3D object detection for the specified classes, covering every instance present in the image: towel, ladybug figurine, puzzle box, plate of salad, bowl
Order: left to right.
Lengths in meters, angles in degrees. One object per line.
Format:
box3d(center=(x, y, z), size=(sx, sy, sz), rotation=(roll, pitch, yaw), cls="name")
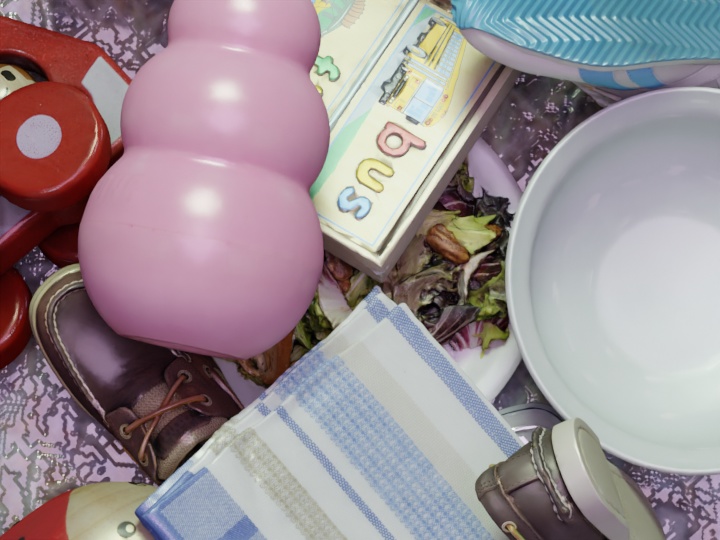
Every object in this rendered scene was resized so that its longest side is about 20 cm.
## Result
box3d(center=(-0.163, 0.176, 1.331), size=(0.200, 0.136, 0.072), rotation=(-41, 110, 16), cls="ladybug figurine")
box3d(center=(-0.004, 0.116, 1.323), size=(0.147, 0.024, 0.200), rotation=(48, 56, 1), cls="towel")
box3d(center=(0.000, 0.000, 1.414), size=(0.198, 0.048, 0.202), rotation=(0, 82, -3), cls="plate of salad")
box3d(center=(0.009, -0.107, 1.409), size=(0.133, 0.025, 0.201), rotation=(30, 72, 11), cls="puzzle box")
box3d(center=(0.170, 0.009, 1.399), size=(0.200, 0.090, 0.203), rotation=(0, 83, -3), cls="bowl")

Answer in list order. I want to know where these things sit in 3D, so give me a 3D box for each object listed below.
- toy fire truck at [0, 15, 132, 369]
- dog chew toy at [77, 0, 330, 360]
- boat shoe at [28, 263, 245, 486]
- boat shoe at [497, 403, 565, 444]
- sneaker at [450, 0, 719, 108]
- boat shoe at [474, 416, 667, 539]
box3d(center=(-0.215, -0.055, 1.388), size=(0.200, 0.112, 0.168), rotation=(-42, 68, -7), cls="toy fire truck")
box3d(center=(-0.070, -0.060, 1.316), size=(0.124, 0.125, 0.201), rotation=(11, 86, -1), cls="dog chew toy")
box3d(center=(-0.092, 0.079, 1.362), size=(0.072, 0.072, 0.200), rotation=(-40, 104, -7), cls="boat shoe")
box3d(center=(0.039, 0.146, 1.388), size=(0.200, 0.067, 0.074), rotation=(-42, 87, -7), cls="boat shoe")
box3d(center=(0.133, -0.119, 1.387), size=(0.199, 0.081, 0.077), rotation=(5, 62, -26), cls="sneaker")
box3d(center=(0.117, 0.139, 1.345), size=(0.059, 0.200, 0.072), rotation=(-23, 57, 12), cls="boat shoe")
